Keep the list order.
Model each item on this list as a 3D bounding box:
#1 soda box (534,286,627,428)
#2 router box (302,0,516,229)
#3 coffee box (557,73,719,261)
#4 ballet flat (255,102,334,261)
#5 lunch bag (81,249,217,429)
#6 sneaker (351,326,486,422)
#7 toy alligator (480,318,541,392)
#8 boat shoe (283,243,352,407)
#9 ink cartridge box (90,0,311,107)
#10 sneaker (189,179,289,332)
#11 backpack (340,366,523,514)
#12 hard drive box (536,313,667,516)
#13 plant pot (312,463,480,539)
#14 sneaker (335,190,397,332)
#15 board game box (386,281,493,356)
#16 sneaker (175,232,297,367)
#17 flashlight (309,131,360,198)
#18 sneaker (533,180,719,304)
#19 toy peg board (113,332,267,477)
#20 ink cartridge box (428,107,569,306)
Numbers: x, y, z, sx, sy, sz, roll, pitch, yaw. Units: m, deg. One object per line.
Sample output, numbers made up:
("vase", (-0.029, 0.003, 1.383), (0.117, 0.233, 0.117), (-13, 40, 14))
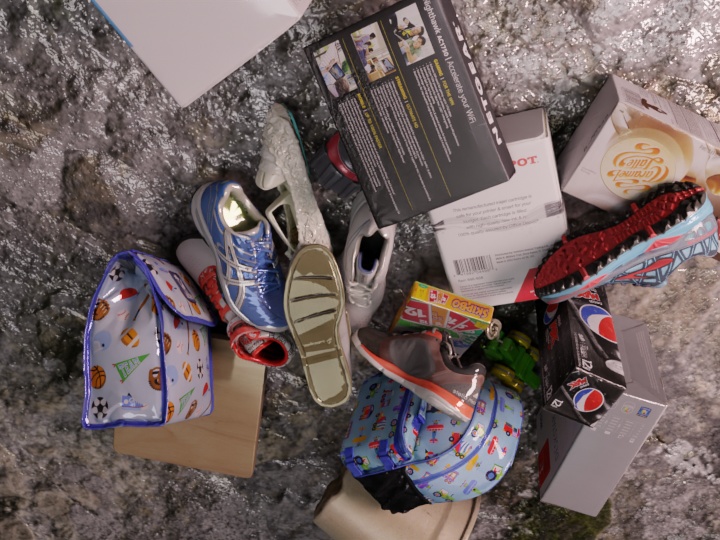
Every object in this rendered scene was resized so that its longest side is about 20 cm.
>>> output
("soda box", (0.247, 0.080, 0.947), (0.063, 0.200, 0.071), (23, 124, -7))
("router box", (0.050, -0.160, 0.830), (0.148, 0.051, 0.201), (-18, 101, 24))
("coffee box", (0.327, -0.107, 0.883), (0.199, 0.080, 0.115), (24, 124, -7))
("ballet flat", (-0.083, -0.090, 0.959), (0.071, 0.072, 0.201), (-9, 121, 15))
("lunch bag", (-0.247, 0.082, 0.996), (0.123, 0.170, 0.201), (-4, 83, 7))
("sneaker", (0.074, 0.103, 0.979), (0.077, 0.200, 0.082), (37, 85, -47))
("toy alligator", (0.176, 0.100, 1.038), (0.054, 0.060, 0.200), (19, 164, 37))
("boat shoe", (-0.050, 0.060, 0.997), (0.074, 0.068, 0.201), (-5, 106, 0))
("ink cartridge box", (-0.135, -0.281, 0.772), (0.146, 0.200, 0.147), (-30, 114, 24))
("sneaker", (-0.135, -0.015, 0.981), (0.077, 0.076, 0.201), (-17, 104, 57))
("backpack", (0.096, 0.199, 1.041), (0.199, 0.183, 0.135), (-21, 123, 40))
("hard drive box", (0.291, 0.176, 1.031), (0.076, 0.156, 0.201), (16, 124, -1))
("plant pot", (0.041, 0.346, 1.179), (0.183, 0.201, 0.201), (34, 123, 1))
("sneaker", (0.000, 0.000, 1.003), (0.074, 0.087, 0.201), (9, 126, 0))
("board game box", (0.089, 0.073, 1.015), (0.095, 0.030, 0.200), (18, 158, -1))
("sneaker", (-0.156, 0.040, 1.042), (0.201, 0.108, 0.067), (38, 121, -15))
("flashlight", (0.029, -0.163, 0.899), (0.068, 0.068, 0.200), (49, 122, -1))
("sneaker", (0.279, -0.004, 0.864), (0.199, 0.080, 0.096), (-28, 121, 25))
("toy peg board", (-0.228, 0.162, 1.159), (0.199, 0.098, 0.200), (10, 109, 3))
("ink cartridge box", (0.157, -0.066, 0.935), (0.143, 0.084, 0.201), (-10, 122, 16))
